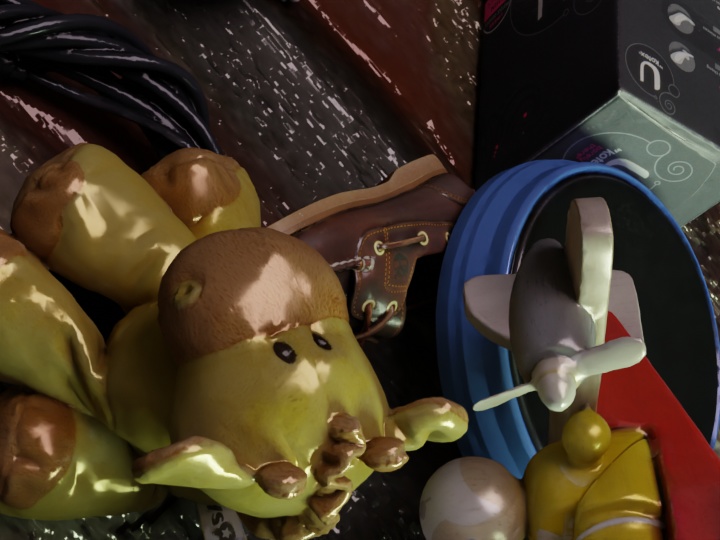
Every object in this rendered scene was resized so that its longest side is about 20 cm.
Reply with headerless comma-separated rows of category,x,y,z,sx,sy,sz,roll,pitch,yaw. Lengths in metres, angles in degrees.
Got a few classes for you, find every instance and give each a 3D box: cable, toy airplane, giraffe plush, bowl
cable,-0.138,-0.045,0.822,0.199,0.051,0.164,27,48,-26
toy airplane,0.084,0.071,0.774,0.140,0.199,0.201,-19,95,-14
giraffe plush,-0.056,0.043,0.719,0.172,0.162,0.201,-39,104,-23
bowl,0.117,0.041,0.944,0.200,0.039,0.202,12,73,-45

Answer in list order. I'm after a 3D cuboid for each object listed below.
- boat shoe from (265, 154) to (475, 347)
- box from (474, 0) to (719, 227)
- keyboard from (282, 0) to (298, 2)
boat shoe,0.000,0.000,0.894,0.200,0.070,0.070,-26,77,-47
box,0.143,-0.123,1.062,0.106,0.122,0.201,26,48,-26
keyboard,-0.103,-0.219,0.998,0.200,0.011,0.056,38,44,-15
